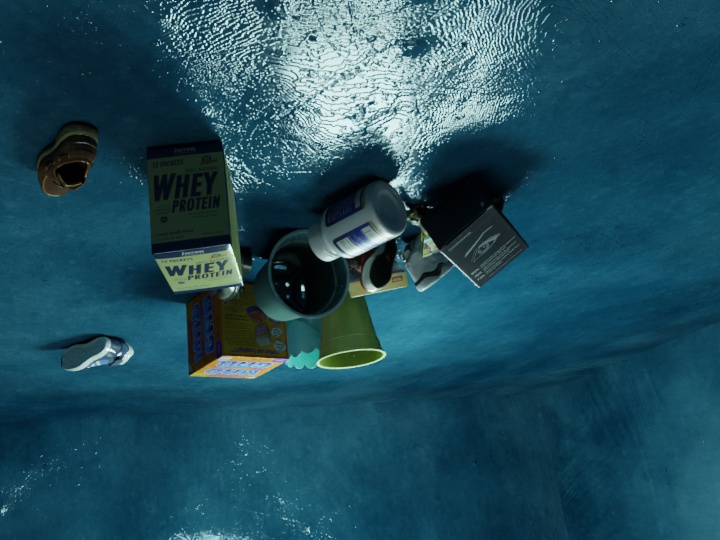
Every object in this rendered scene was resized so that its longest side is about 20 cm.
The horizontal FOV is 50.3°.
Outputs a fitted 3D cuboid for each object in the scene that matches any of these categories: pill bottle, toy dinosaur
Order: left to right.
[{"bbox_3d":[-0.012,-0.095,1.595,0.199,0.121,0.119,-24,155,38],"label":"pill bottle"},{"bbox_3d":[0.149,-0.117,1.720,0.087,0.048,0.200,-12,165,20],"label":"toy dinosaur"}]

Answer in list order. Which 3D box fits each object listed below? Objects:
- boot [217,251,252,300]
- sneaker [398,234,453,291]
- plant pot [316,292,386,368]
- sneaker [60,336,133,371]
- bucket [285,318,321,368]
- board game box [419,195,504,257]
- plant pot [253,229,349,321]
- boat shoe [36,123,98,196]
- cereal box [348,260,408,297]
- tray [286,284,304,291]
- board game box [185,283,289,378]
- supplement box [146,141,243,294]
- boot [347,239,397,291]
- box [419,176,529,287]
[{"bbox_3d":[-0.345,0.001,1.823,0.129,0.069,0.200,7,148,-25],"label":"boot"},{"bbox_3d":[0.180,-0.044,1.886,0.199,0.115,0.075,-37,179,-34],"label":"sneaker"},{"bbox_3d":[-0.037,0.159,2.166,0.197,0.193,0.200,-7,161,-2],"label":"plant pot"},{"bbox_3d":[-0.782,0.264,2.312,0.198,0.082,0.146,-23,152,21],"label":"sneaker"},{"bbox_3d":[-0.141,0.209,2.339,0.204,0.137,0.208,-8,160,-3],"label":"bucket"},{"bbox_3d":[0.226,-0.098,1.720,0.197,0.024,0.105,-20,144,-11],"label":"board game box"},{"bbox_3d":[-0.154,0.029,1.793,0.197,0.203,0.196,2,165,-26],"label":"plant pot"},{"bbox_3d":[-0.493,-0.168,1.281,0.071,0.069,0.199,7,155,-36],"label":"boat shoe"},{"bbox_3d":[0.035,0.018,1.895,0.142,0.040,0.200,-12,-171,-4],"label":"cereal box"},{"bbox_3d":[-0.110,0.027,2.029,0.197,0.023,0.108,-8,161,-2],"label":"tray"},{"bbox_3d":[-0.331,0.162,2.041,0.198,0.203,0.199,8,155,-36],"label":"board game box"},{"bbox_3d":[-0.293,-0.090,1.378,0.132,0.203,0.200,-7,159,-5],"label":"supplement box"},{"bbox_3d":[0.000,0.000,1.783,0.143,0.201,0.073,-20,113,25],"label":"boot"},{"bbox_3d":[0.245,-0.079,1.644,0.148,0.105,0.200,-40,138,11],"label":"box"}]
